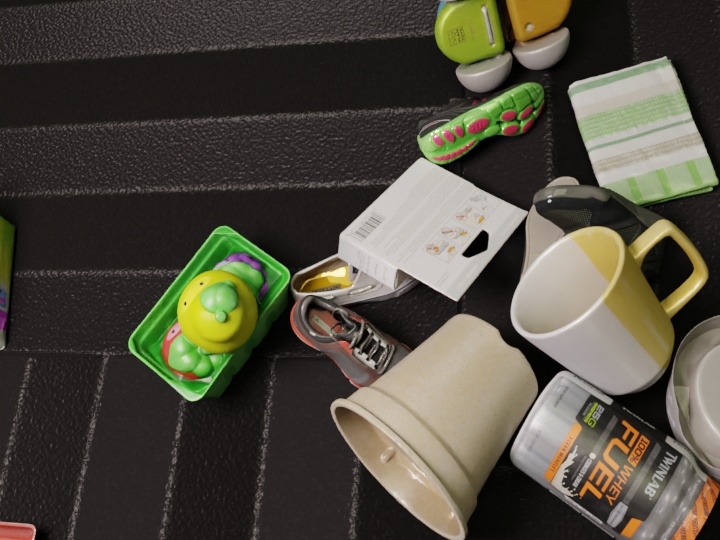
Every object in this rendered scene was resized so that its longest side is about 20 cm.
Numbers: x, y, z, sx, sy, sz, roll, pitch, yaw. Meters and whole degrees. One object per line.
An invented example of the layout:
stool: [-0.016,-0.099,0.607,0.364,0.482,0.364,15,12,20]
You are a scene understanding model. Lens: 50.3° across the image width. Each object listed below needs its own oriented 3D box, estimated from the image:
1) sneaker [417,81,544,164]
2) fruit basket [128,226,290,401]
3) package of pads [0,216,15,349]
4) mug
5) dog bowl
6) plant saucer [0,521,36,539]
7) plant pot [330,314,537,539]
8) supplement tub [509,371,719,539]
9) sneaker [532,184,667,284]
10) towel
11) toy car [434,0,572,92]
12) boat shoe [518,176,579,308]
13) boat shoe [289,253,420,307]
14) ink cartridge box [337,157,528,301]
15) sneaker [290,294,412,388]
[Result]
sneaker: [0.165,-0.219,1.058,0.196,0.078,0.084,-21,46,-11]
fruit basket: [-0.185,0.050,0.951,0.154,0.216,0.217,32,76,22]
package of pads: [-0.559,-0.003,1.074,0.066,0.155,0.205,-11,65,6]
mug: [0.283,0.053,0.847,0.185,0.153,0.151,-26,30,46]
dog bowl: [0.428,0.150,0.837,0.194,0.059,0.205,0,58,0]
plant saucer: [-0.501,0.417,0.952,0.194,0.037,0.205,0,68,12]
plant pot: [0.097,0.159,0.864,0.199,0.202,0.183,38,68,23]
supplement tub: [0.272,0.212,0.830,0.198,0.123,0.124,32,76,22]
sneaker: [0.288,-0.030,0.918,0.196,0.076,0.117,20,73,-27]
towel: [0.374,-0.180,1.031,0.145,0.031,0.205,-14,68,8]
toy car: [0.193,-0.368,1.088,0.195,0.178,0.151,-21,30,2]
boat shoe: [0.242,-0.023,0.980,0.065,0.057,0.204,7,64,28]
boat shoe: [0.000,0.000,1.004,0.195,0.070,0.073,-16,65,5]
ink cartridge box: [0.094,-0.047,0.978,0.171,0.044,0.200,30,51,20]
sneaker: [-0.002,0.095,0.942,0.197,0.082,0.078,28,75,2]
